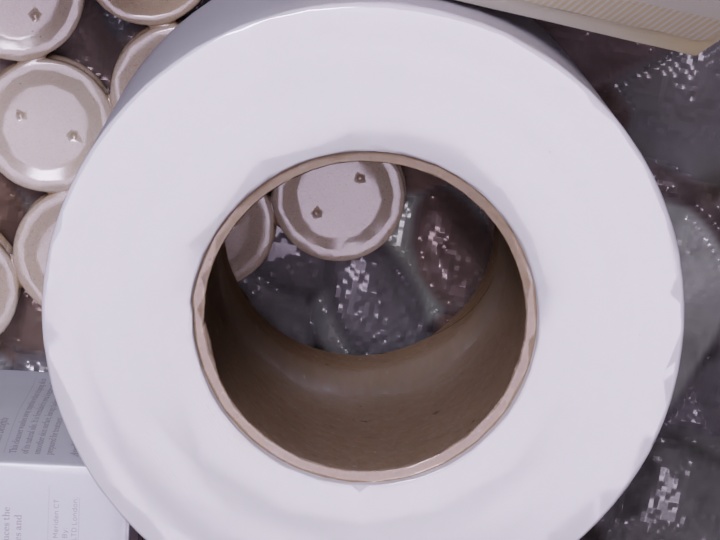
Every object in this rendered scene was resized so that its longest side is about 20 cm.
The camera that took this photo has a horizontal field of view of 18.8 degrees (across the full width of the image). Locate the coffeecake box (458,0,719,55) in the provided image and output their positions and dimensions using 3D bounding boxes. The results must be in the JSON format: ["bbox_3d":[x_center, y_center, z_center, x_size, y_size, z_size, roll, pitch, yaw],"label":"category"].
[{"bbox_3d":[0.058,-0.184,0.680,0.153,0.073,0.200,10,71,-20],"label":"coffeecake box"}]

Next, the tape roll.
[{"bbox_3d":[0.000,0.000,0.738,0.202,0.139,0.203,0,105,-1],"label":"tape roll"}]

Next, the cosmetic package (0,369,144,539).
[{"bbox_3d":[-0.178,0.084,0.788,0.200,0.113,0.081,2,104,0],"label":"cosmetic package"}]

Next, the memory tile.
[{"bbox_3d":[-0.091,-0.061,0.802,0.200,0.017,0.154,-13,104,3],"label":"memory tile"}]
